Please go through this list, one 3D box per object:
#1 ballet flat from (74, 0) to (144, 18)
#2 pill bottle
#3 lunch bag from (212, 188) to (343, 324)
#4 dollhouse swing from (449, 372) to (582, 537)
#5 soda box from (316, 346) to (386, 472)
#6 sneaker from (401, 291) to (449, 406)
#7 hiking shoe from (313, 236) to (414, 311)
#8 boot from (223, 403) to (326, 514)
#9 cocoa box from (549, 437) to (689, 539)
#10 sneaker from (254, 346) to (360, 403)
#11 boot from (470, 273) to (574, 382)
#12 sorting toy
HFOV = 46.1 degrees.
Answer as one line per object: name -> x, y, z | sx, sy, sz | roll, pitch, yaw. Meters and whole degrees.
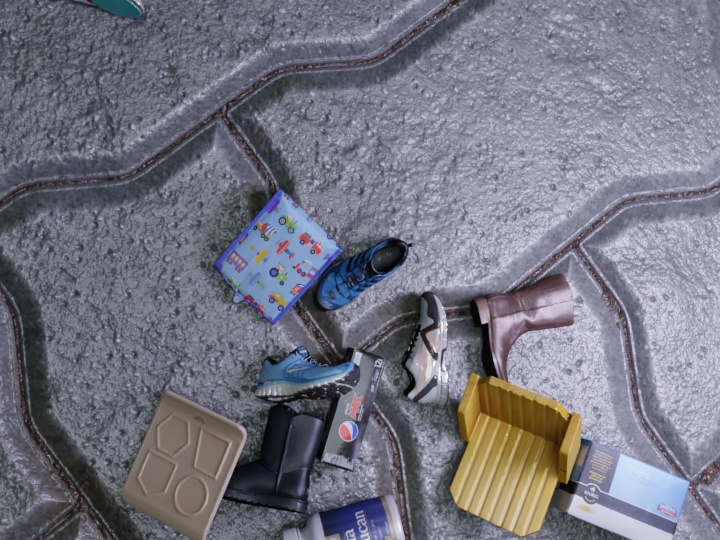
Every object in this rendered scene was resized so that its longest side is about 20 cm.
ballet flat -> -0.469, -0.499, 1.471 | 0.196, 0.076, 0.065 | 14, 68, -10
pill bottle -> -0.029, 0.458, 1.431 | 0.196, 0.111, 0.113 | -12, 87, -8
lunch bag -> -0.150, -0.016, 1.473 | 0.150, 0.094, 0.200 | 43, 91, -5
dollhouse swing -> 0.245, 0.314, 1.420 | 0.197, 0.183, 0.177 | 20, 61, 25
soda box -> -0.017, 0.239, 1.469 | 0.062, 0.071, 0.203 | 18, 84, -11
sneaker -> 0.113, 0.138, 1.496 | 0.078, 0.074, 0.204 | -1, 85, -6
hiking shoe -> 0.000, 0.000, 1.484 | 0.199, 0.087, 0.075 | -36, 91, -9
boot -> -0.164, 0.314, 1.446 | 0.196, 0.077, 0.171 | 6, 68, 12
cocoa box -> 0.447, 0.388, 1.490 | 0.197, 0.133, 0.133 | 23, 82, -5
sneaker -> -0.093, 0.169, 1.433 | 0.197, 0.078, 0.092 | -9, 68, 24
boot -> 0.313, 0.115, 1.536 | 0.196, 0.064, 0.190 | -12, 89, -13
sorting toy -> -0.293, 0.325, 1.414 | 0.183, 0.036, 0.203 | 19, 85, 25
